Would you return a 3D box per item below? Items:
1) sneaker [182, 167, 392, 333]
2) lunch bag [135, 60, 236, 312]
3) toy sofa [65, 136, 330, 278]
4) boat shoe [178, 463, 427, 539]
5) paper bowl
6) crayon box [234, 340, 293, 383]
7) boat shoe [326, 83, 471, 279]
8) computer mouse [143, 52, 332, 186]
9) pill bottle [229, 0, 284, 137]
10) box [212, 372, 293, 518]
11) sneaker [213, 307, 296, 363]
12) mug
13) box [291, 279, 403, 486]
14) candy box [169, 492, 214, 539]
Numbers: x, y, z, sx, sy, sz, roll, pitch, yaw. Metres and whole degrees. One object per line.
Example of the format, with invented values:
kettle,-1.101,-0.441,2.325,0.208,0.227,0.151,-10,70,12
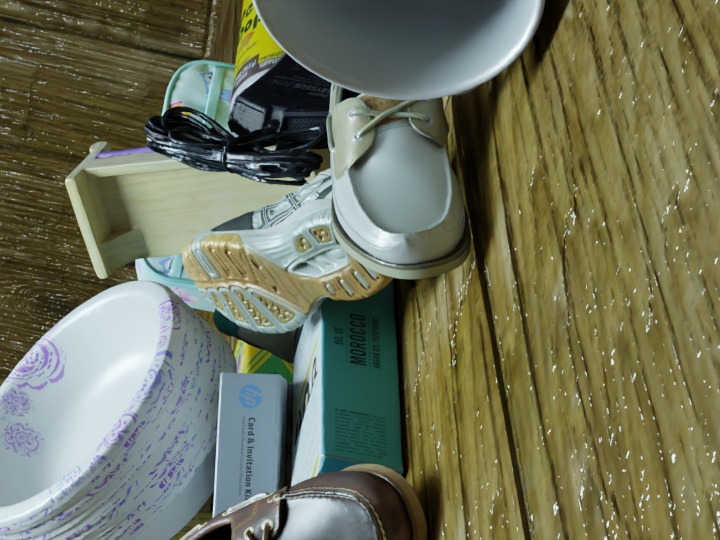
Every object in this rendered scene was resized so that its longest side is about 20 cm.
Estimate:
sneaker,-0.026,-0.019,1.177,0.200,0.076,0.088,-10,31,48
lunch bag,-0.097,-0.061,1.528,0.077,0.160,0.200,130,151,-72
toy sofa,-0.097,-0.059,1.366,0.098,0.200,0.083,-58,-42,-55
boat shoe,-0.040,0.155,1.055,0.200,0.070,0.070,-30,75,55
paper bowl,-0.165,0.114,1.295,0.201,0.104,0.201,-32,32,23
crayon box,-0.082,0.121,1.555,0.200,0.052,0.126,-92,16,-56
boat shoe,0.013,-0.070,1.067,0.200,0.075,0.068,-110,11,-55
computer mouse,-0.034,-0.107,1.276,0.200,0.138,0.053,-41,-46,-38
pill bottle,-0.037,-0.179,1.465,0.109,0.109,0.200,112,165,-50
box,-0.064,0.151,1.259,0.200,0.041,0.156,75,-163,-81
sneaker,-0.051,-0.007,1.387,0.200,0.080,0.078,-67,-12,-61
mug,0.035,-0.182,1.011,0.200,0.148,0.175,68,-157,-43
box,-0.010,0.078,1.180,0.200,0.049,0.082,-91,15,-52
candy box,-0.103,0.201,1.408,0.117,0.056,0.200,-86,-4,-49
